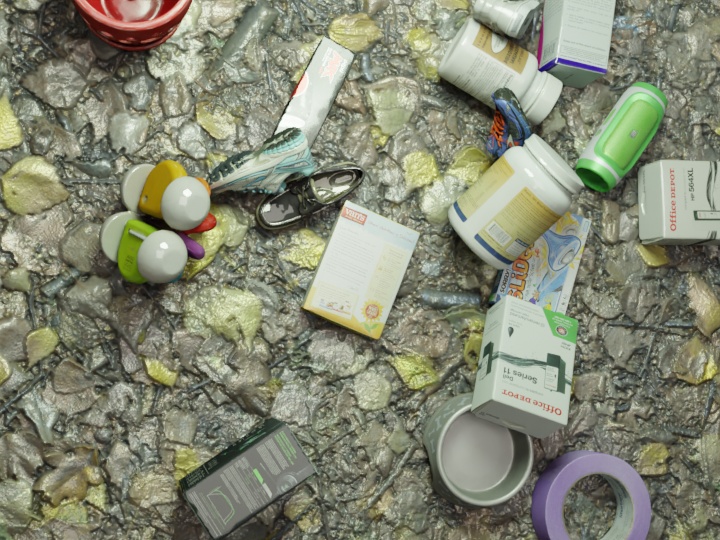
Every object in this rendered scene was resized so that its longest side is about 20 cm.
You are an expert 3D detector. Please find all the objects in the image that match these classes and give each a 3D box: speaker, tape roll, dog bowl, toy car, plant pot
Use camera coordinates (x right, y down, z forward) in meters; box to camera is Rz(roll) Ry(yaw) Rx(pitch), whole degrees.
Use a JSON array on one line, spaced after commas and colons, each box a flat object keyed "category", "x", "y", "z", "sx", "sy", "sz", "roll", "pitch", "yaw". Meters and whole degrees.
[{"category": "speaker", "x": 0.472, "y": -0.241, "z": 1.755, "sx": 0.088, "sy": 0.088, "sz": 0.200, "roll": 37, "pitch": 79, "yaw": -7}, {"category": "tape roll", "x": 0.402, "y": 0.418, "z": 1.695, "sx": 0.199, "sy": 0.066, "sz": 0.201, "roll": 1, "pitch": 85, "yaw": -12}, {"category": "dog bowl", "x": 0.206, "y": 0.311, "z": 1.663, "sx": 0.199, "sy": 0.059, "sz": 0.201, "roll": 1, "pitch": 85, "yaw": -12}, {"category": "toy car", "x": -0.304, "y": -0.067, "z": 1.541, "sx": 0.150, "sy": 0.175, "sz": 0.201, "roll": 26, "pitch": 86, "yaw": -49}, {"category": "plant pot", "x": -0.362, "y": -0.449, "z": 1.533, "sx": 0.199, "sy": 0.182, "sz": 0.202, "roll": 1, "pitch": 84, "yaw": -13}]

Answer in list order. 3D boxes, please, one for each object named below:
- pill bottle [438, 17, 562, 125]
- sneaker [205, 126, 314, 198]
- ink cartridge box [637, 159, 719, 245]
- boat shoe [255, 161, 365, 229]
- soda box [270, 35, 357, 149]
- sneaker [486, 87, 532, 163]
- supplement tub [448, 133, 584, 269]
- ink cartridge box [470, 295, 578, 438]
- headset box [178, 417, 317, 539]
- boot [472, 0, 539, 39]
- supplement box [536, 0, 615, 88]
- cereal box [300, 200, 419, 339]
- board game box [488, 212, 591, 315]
[{"category": "pill bottle", "x": 0.246, "y": -0.342, "z": 1.696, "sx": 0.199, "sy": 0.114, "sz": 0.115, "roll": 29, "pitch": 80, "yaw": -9}, {"category": "sneaker", "x": -0.167, "y": -0.153, "z": 1.588, "sx": 0.199, "sy": 0.078, "sz": 0.087, "roll": -23, "pitch": 116, "yaw": 15}, {"category": "ink cartridge box", "x": 0.619, "y": -0.122, "z": 1.778, "sx": 0.199, "sy": 0.084, "sz": 0.147, "roll": -1, "pitch": 86, "yaw": -13}, {"category": "boat shoe", "x": -0.082, "y": -0.131, "z": 1.630, "sx": 0.199, "sy": 0.065, "sz": 0.072, "roll": -24, "pitch": 92, "yaw": -13}, {"category": "soda box", "x": -0.081, "y": -0.291, "z": 1.645, "sx": 0.071, "sy": 0.063, "sz": 0.201, "roll": 27, "pitch": 80, "yaw": -9}, {"category": "sneaker", "x": 0.252, "y": -0.230, "z": 1.665, "sx": 0.078, "sy": 0.200, "sz": 0.076, "roll": -22, "pitch": 50, "yaw": 5}, {"category": "supplement tub", "x": 0.261, "y": -0.116, "z": 1.631, "sx": 0.144, "sy": 0.144, "sz": 0.200, "roll": 44, "pitch": 108, "yaw": -6}, {"category": "ink cartridge box", "x": 0.280, "y": 0.164, "z": 1.647, "sx": 0.146, "sy": 0.083, "sz": 0.201, "roll": 19, "pitch": 61, "yaw": -12}, {"category": "headset box", "x": -0.174, "y": 0.318, "z": 1.517, "sx": 0.200, "sy": 0.174, "sz": 0.093, "roll": -33, "pitch": 92, "yaw": -14}, {"category": "boot", "x": 0.249, "y": -0.453, "z": 1.682, "sx": 0.095, "sy": 0.200, "sz": 0.074, "roll": 29, "pitch": 108, "yaw": 6}, {"category": "supplement box", "x": 0.387, "y": -0.444, "z": 1.744, "sx": 0.103, "sy": 0.101, "sz": 0.201, "roll": 9, "pitch": 84, "yaw": -12}, {"category": "cereal box", "x": 0.000, "y": 0.000, "z": 1.651, "sx": 0.143, "sy": 0.040, "sz": 0.201, "roll": 24, "pitch": 80, "yaw": -10}, {"category": "board game box", "x": 0.319, "y": -0.016, "z": 1.727, "sx": 0.135, "sy": 0.034, "sz": 0.201, "roll": 18, "pitch": 82, "yaw": -11}]
